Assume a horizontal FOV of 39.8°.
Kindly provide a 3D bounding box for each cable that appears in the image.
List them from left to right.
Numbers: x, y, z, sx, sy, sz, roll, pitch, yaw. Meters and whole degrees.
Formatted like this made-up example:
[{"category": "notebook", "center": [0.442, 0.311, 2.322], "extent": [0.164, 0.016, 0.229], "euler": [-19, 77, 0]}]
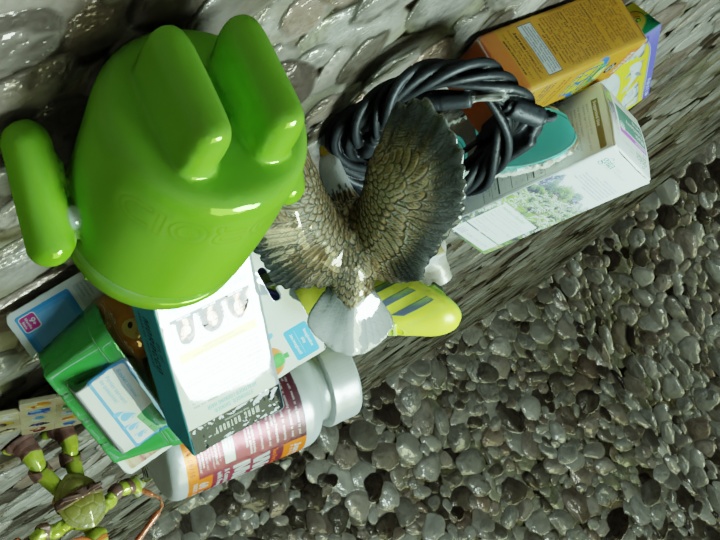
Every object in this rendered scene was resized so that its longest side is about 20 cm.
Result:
[{"category": "cable", "center": [0.052, -0.104, 0.824], "extent": [0.162, 0.051, 0.200], "euler": [12, 152, -39]}]

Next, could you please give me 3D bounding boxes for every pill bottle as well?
[{"category": "pill bottle", "center": [-0.105, 0.129, 0.934], "extent": [0.199, 0.110, 0.110], "euler": [-19, 164, -26]}]

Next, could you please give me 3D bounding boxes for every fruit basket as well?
[{"category": "fruit basket", "center": [-0.144, 0.056, 0.789], "extent": [0.199, 0.094, 0.186], "euler": [-28, 125, -3]}]

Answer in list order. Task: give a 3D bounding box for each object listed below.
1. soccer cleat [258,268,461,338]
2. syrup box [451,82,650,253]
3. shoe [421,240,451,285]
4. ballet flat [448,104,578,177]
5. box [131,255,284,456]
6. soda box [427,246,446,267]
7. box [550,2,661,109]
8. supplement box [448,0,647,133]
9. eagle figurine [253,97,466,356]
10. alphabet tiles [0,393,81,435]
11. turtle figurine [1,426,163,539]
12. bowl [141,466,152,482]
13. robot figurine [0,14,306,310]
[{"category": "soccer cleat", "center": [-0.012, 0.036, 0.881], "extent": [0.065, 0.199, 0.084], "euler": [90, 17, -51]}, {"category": "syrup box", "center": [0.181, -0.099, 1.004], "extent": [0.199, 0.082, 0.079], "euler": [-26, 143, 32]}, {"category": "shoe", "center": [0.041, -0.012, 1.070], "extent": [0.070, 0.053, 0.200], "euler": [-43, -166, -13]}, {"category": "ballet flat", "center": [0.104, -0.116, 0.953], "extent": [0.199, 0.072, 0.072], "euler": [-10, 169, 2]}, {"category": "box", "center": [-0.117, 0.029, 0.719], "extent": [0.082, 0.049, 0.201], "euler": [-26, 125, -27]}, {"category": "soda box", "center": [0.000, 0.000, 0.988], "extent": [0.068, 0.064, 0.200], "euler": [-16, 166, -32]}, {"category": "box", "center": [0.227, -0.184, 1.060], "extent": [0.199, 0.048, 0.118], "euler": [-34, 151, -11]}, {"category": "supplement box", "center": [0.172, -0.193, 0.906], "extent": [0.199, 0.069, 0.067], "euler": [-30, 171, -35]}, {"category": "eagle figurine", "center": [-0.010, -0.041, 0.769], "extent": [0.152, 0.151, 0.200], "euler": [-47, 169, -14]}, {"category": "alphabet tiles", "center": [-0.266, 0.132, 0.977], "extent": [0.199, 0.006, 0.166], "euler": [-10, 166, -20]}, {"category": "turtle figurine", "center": [-0.323, 0.250, 1.086], "extent": [0.199, 0.162, 0.064], "euler": [-26, 167, -36]}, {"category": "bowl", "center": [-0.195, 0.141, 1.139], "extent": [0.200, 0.094, 0.201], "euler": [-39, -177, 2]}, {"category": "robot figurine", "center": [-0.102, -0.051, 0.555], "extent": [0.175, 0.116, 0.200], "euler": [-20, 163, -33]}]
